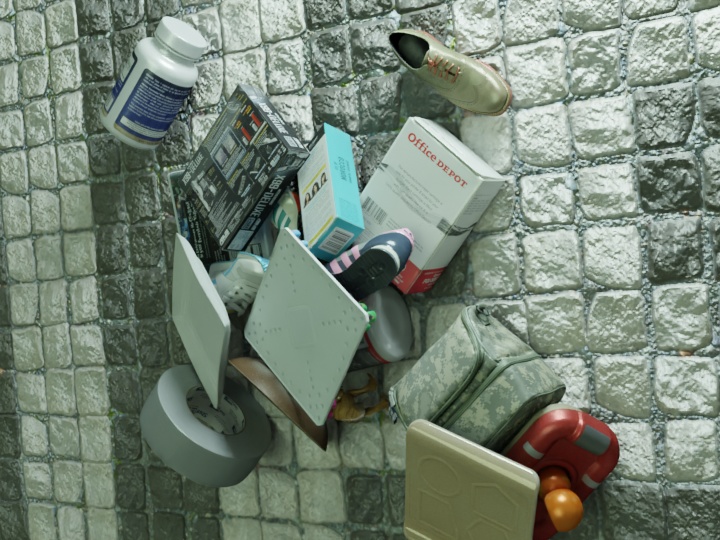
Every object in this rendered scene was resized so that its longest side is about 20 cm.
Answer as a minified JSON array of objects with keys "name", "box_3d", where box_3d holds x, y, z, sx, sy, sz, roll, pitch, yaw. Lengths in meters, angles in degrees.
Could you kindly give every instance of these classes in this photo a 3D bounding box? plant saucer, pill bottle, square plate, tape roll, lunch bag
[{"name":"plant saucer","box_3d":[-0.114,0.191,1.538,0.200,0.201,0.037,40,80,25]},{"name":"pill bottle","box_3d":[-0.035,0.096,1.508,0.199,0.114,0.115,-16,84,32]},{"name":"square plate","box_3d":[-0.242,0.076,1.570,0.201,0.028,0.199,57,149,35]},{"name":"tape roll","box_3d":[-0.239,0.239,1.594,0.200,0.200,0.066,45,115,22]},{"name":"lunch bag","box_3d":[0.146,0.166,1.384,0.168,0.139,0.200,50,118,24]},{"name":"pill bottle","box_3d":[-0.334,-0.307,1.680,0.111,0.111,0.201,46,115,22]}]

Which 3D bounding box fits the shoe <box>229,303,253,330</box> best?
[{"name":"shoe","box_3d":[-0.142,0.047,1.594,0.199,0.053,0.070,-28,95,36]}]

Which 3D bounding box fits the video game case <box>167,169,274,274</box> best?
[{"name":"video game case","box_3d":[-0.222,-0.071,1.659,0.180,0.023,0.202,-6,97,32]}]

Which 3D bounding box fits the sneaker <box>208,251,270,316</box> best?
[{"name":"sneaker","box_3d":[-0.178,0.025,1.556,0.199,0.076,0.082,-19,53,58]}]

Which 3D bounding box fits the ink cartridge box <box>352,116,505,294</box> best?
[{"name":"ink cartridge box","box_3d":[0.085,-0.091,1.439,0.147,0.083,0.201,44,114,22]}]

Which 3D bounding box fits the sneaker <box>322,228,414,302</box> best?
[{"name":"sneaker","box_3d":[0.000,0.000,1.417,0.199,0.082,0.070,-22,107,45]}]

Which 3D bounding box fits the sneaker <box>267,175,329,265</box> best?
[{"name":"sneaker","box_3d":[-0.098,-0.077,1.572,0.093,0.070,0.201,-41,64,52]}]

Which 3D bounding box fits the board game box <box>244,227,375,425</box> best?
[{"name":"board game box","box_3d":[-0.074,0.076,1.422,0.200,0.026,0.201,46,128,32]}]

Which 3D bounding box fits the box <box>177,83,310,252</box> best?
[{"name":"box","box_3d":[-0.181,-0.154,1.556,0.201,0.050,0.158,-53,57,25]}]

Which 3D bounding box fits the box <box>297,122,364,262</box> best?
[{"name":"box","box_3d":[-0.046,-0.113,1.479,0.082,0.049,0.201,-46,36,34]}]

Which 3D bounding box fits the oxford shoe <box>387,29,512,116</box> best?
[{"name":"oxford shoe","box_3d":[0.117,-0.271,1.414,0.199,0.075,0.071,34,109,26]}]

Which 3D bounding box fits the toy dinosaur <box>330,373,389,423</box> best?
[{"name":"toy dinosaur","box_3d":[-0.009,0.203,1.496,0.061,0.106,0.200,66,159,-9]}]

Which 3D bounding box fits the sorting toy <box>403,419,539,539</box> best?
[{"name":"sorting toy","box_3d":[0.139,0.298,1.312,0.184,0.036,0.202,22,127,28]}]

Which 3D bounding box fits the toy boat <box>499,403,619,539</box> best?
[{"name":"toy boat","box_3d":[0.246,0.279,1.310,0.130,0.131,0.201,27,114,-18]}]
